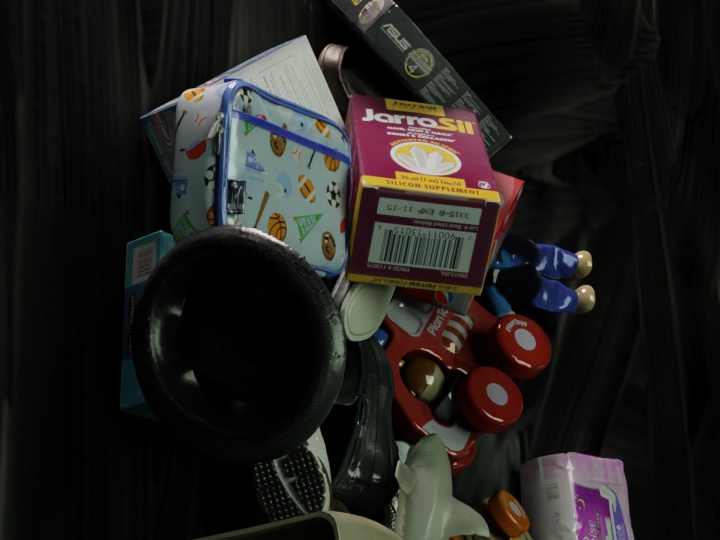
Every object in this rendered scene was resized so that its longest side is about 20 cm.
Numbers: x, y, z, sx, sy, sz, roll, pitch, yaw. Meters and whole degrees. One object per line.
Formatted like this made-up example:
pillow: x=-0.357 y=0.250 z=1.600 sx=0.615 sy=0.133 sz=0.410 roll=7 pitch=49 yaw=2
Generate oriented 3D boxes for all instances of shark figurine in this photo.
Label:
shark figurine: x=0.066 y=0.243 z=1.628 sx=0.128 sy=0.089 sz=0.215 roll=63 pitch=34 yaw=-75

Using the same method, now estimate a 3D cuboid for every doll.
doll: x=0.167 y=-0.007 z=2.013 sx=0.200 sy=0.048 sz=0.137 roll=12 pitch=68 yaw=-41

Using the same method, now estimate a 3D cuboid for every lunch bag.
lunch bag: x=-0.084 y=-0.079 z=1.622 sx=0.200 sy=0.076 sz=0.160 roll=21 pitch=70 yaw=-55

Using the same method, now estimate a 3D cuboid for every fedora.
fedora: x=-0.085 y=0.062 z=1.520 sx=0.092 sy=0.200 sz=0.201 roll=15 pitch=64 yaw=-62

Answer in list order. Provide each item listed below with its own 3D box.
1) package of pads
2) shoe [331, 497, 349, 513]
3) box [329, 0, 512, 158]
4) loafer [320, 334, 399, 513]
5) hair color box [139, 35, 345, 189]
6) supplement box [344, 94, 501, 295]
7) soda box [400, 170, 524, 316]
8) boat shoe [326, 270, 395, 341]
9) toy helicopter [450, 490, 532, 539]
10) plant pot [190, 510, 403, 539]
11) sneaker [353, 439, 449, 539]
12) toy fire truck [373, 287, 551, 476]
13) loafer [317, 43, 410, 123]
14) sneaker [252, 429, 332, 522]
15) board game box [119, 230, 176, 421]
package of pads: x=0.228 y=0.293 z=1.948 sx=0.120 sy=0.076 sz=0.200 roll=14 pitch=66 yaw=-49
shoe: x=-0.017 y=0.268 z=1.680 sx=0.070 sy=0.053 sz=0.200 roll=2 pitch=75 yaw=-50
box: x=0.053 y=-0.211 z=1.887 sx=0.200 sy=0.049 sz=0.161 roll=45 pitch=7 yaw=-30
loafer: x=-0.009 y=0.128 z=1.714 sx=0.070 sy=0.068 sz=0.201 roll=22 pitch=41 yaw=-29
hair color box: x=-0.105 y=-0.135 z=1.724 sx=0.200 sy=0.060 sz=0.100 roll=-36 pitch=106 yaw=-51
supplement box: x=0.050 y=-0.073 z=1.753 sx=0.200 sy=0.131 sz=0.103 roll=-99 pitch=-163 yaw=-61
soda box: x=0.104 y=-0.035 z=1.879 sx=0.200 sy=0.070 sz=0.063 roll=-57 pitch=165 yaw=-58
boat shoe: x=0.000 y=0.000 z=1.783 sx=0.200 sy=0.062 sz=0.075 roll=-60 pitch=154 yaw=-50
toy helicopter: x=0.172 y=0.310 z=1.839 sx=0.200 sy=0.079 sz=0.132 roll=58 pitch=18 yaw=19
plant pot: x=-0.044 y=0.302 z=1.535 sx=0.177 sy=0.200 sz=0.200 roll=2 pitch=75 yaw=-61
sneaker: x=0.035 y=0.264 z=1.740 sx=0.086 sy=0.080 sz=0.200 roll=-20 pitch=82 yaw=-43
toy fire truck: x=0.077 y=0.092 z=1.837 sx=0.168 sy=0.112 sz=0.200 roll=38 pitch=44 yaw=-3
loafer: x=0.034 y=-0.157 z=1.891 sx=0.200 sy=0.071 sz=0.073 roll=46 pitch=45 yaw=-29
sneaker: x=-0.072 y=0.128 z=1.596 sx=0.080 sy=0.074 sz=0.200 roll=54 pitch=23 yaw=-73
board game box: x=-0.118 y=0.068 z=1.640 sx=0.200 sy=0.047 sz=0.151 roll=22 pitch=60 yaw=-44
